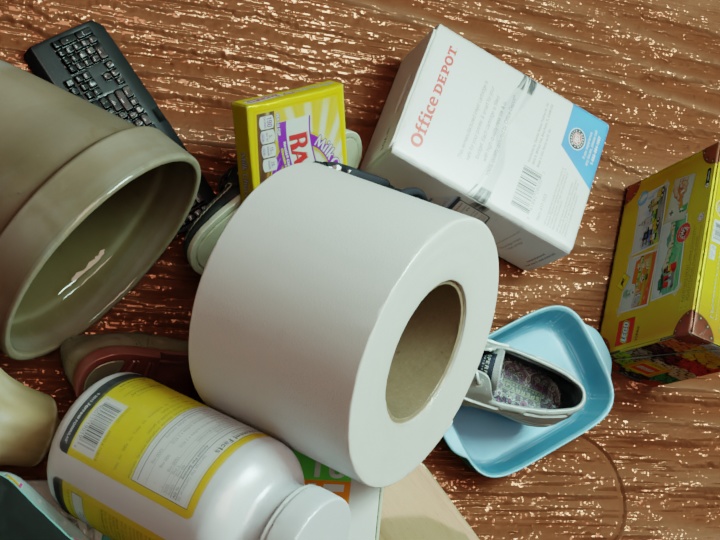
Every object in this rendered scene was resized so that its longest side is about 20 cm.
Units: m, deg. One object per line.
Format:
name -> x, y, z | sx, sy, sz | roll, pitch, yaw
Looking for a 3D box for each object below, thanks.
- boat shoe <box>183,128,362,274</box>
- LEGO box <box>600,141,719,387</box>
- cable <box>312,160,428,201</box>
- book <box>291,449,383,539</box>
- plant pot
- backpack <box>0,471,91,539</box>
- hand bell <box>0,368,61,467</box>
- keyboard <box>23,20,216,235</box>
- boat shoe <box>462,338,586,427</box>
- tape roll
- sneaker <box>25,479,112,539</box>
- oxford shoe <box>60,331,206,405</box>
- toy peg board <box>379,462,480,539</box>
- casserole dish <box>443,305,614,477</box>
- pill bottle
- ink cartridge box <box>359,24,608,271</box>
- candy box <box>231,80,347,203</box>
boat shoe -> -0.088, -0.070, 1.002 | 0.066, 0.075, 0.199 | 29, 60, 33
LEGO box -> 0.313, -0.003, 1.112 | 0.077, 0.149, 0.200 | 22, 69, -18
cable -> 0.000, 0.000, 0.982 | 0.200, 0.051, 0.164 | 16, 92, -47
book -> -0.053, 0.195, 0.860 | 0.133, 0.048, 0.200 | 3, 48, 5
plant pot -> -0.251, -0.062, 0.871 | 0.173, 0.200, 0.200 | 40, 63, 9
backpack -> -0.262, 0.250, 0.780 | 0.176, 0.153, 0.200 | 43, 101, -10
hand bell -> -0.214, 0.132, 0.890 | 0.200, 0.104, 0.104 | 20, 69, -30
keyboard -> -0.205, -0.115, 0.973 | 0.104, 0.040, 0.200 | -35, 91, -28
boat shoe -> 0.104, 0.084, 0.997 | 0.200, 0.071, 0.070 | 19, 69, -18
tape roll -> -0.008, 0.036, 0.832 | 0.139, 0.203, 0.203 | 22, 61, 26
sneaker -> -0.189, 0.205, 0.868 | 0.200, 0.088, 0.075 | 21, 70, -17
oxford shoe -> -0.145, 0.078, 0.933 | 0.200, 0.075, 0.071 | 15, 106, -39
toy peg board -> 0.019, 0.291, 0.949 | 0.199, 0.098, 0.200 | -37, 92, -11
casserole dish -> 0.147, 0.112, 1.070 | 0.200, 0.039, 0.121 | -25, 87, -26
pill bottle -> -0.111, 0.154, 0.799 | 0.200, 0.112, 0.112 | 21, 61, 28
ink cartridge box -> 0.117, -0.113, 1.089 | 0.200, 0.086, 0.147 | 27, 67, -14
candy box -> -0.052, -0.051, 0.969 | 0.102, 0.026, 0.200 | -22, 117, -39
